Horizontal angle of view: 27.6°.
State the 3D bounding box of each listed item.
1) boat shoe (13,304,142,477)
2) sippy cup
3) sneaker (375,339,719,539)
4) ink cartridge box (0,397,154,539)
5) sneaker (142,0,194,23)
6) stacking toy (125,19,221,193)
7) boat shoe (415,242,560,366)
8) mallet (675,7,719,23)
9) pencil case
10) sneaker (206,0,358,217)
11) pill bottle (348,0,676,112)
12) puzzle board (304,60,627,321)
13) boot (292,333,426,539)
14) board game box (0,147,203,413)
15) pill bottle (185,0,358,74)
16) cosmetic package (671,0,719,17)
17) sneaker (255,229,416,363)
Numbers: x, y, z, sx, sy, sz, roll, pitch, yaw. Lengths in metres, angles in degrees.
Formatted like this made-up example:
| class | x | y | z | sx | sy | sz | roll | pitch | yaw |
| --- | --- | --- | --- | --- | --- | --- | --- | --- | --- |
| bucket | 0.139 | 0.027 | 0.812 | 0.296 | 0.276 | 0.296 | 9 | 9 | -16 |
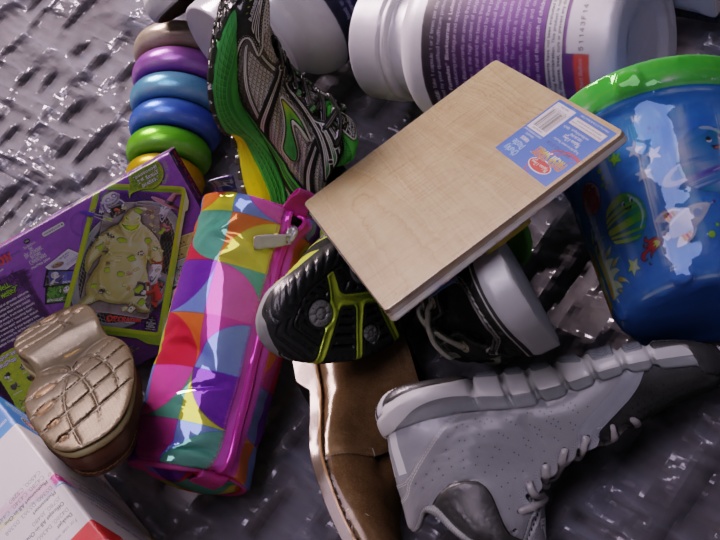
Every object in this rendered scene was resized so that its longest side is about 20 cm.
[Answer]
| class | x | y | z | sx | sy | sz | roll | pitch | yaw |
| --- | --- | --- | --- | --- | --- | --- | --- | --- | --- |
| boat shoe | -0.170 | 0.083 | 0.926 | 0.072 | 0.068 | 0.200 | -28 | 23 | -9 |
| sippy cup | 0.182 | -0.032 | 0.837 | 0.177 | 0.140 | 0.131 | -20 | 60 | 25 |
| sneaker | 0.114 | 0.109 | 0.828 | 0.199 | 0.075 | 0.116 | -11 | 78 | 8 |
| ink cartridge box | -0.173 | 0.174 | 0.898 | 0.067 | 0.116 | 0.200 | -46 | 49 | -4 |
| sneaker | -0.109 | -0.273 | 1.085 | 0.085 | 0.073 | 0.200 | 39 | 77 | -3 |
| stacking toy | -0.139 | -0.081 | 1.083 | 0.085 | 0.085 | 0.201 | -7 | 63 | 25 |
| boat shoe | 0.068 | 0.026 | 0.832 | 0.064 | 0.200 | 0.071 | -29 | 85 | 2 |
| mallet | 0.178 | -0.179 | 0.998 | 0.200 | 0.041 | 0.066 | 24 | 72 | 34 |
| pencil case | -0.086 | 0.043 | 0.940 | 0.088 | 0.088 | 0.201 | 6 | 75 | 32 |
| sneaker | -0.047 | -0.110 | 0.973 | 0.085 | 0.200 | 0.078 | -5 | 46 | 14 |
| pill bottle | 0.097 | -0.149 | 0.969 | 0.199 | 0.111 | 0.112 | 8 | 63 | 32 |
| puzzle board | 0.052 | -0.050 | 0.823 | 0.151 | 0.017 | 0.200 | -37 | 24 | -1 |
| boot | 0.011 | 0.105 | 0.880 | 0.075 | 0.074 | 0.200 | -18 | 50 | 5 |
| board game box | -0.186 | 0.014 | 1.019 | 0.200 | 0.120 | 0.032 | -27 | 14 | 9 |
| pill bottle | -0.024 | -0.215 | 1.061 | 0.200 | 0.116 | 0.116 | -44 | 49 | -15 |
| cosmetic package | 0.231 | -0.271 | 0.982 | 0.101 | 0.071 | 0.200 | 21 | 64 | 29 |
| sneaker | 0.000 | 0.000 | 0.925 | 0.076 | 0.076 | 0.200 | -4 | 22 | 43 |
